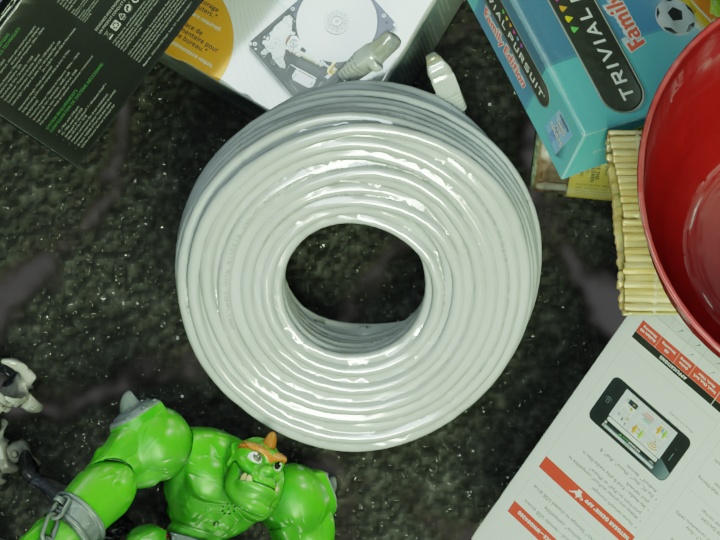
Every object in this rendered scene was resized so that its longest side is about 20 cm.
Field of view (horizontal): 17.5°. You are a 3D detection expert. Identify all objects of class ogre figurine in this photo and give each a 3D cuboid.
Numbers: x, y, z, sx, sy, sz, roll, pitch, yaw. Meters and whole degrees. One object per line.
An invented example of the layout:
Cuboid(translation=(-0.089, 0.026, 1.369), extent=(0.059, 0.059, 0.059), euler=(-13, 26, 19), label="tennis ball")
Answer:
Cuboid(translation=(-0.086, 0.143, 1.263), extent=(0.199, 0.098, 0.121), euler=(18, 71, -9), label="ogre figurine")

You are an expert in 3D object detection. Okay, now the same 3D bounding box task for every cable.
Cuboid(translation=(0.000, 0.000, 1.257), extent=(0.199, 0.069, 0.200), euler=(-32, 109, 12), label="cable")

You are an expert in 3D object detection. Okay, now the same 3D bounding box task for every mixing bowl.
Cuboid(translation=(0.216, -0.023, 1.114), extent=(0.198, 0.108, 0.202), euler=(2, 75, -7), label="mixing bowl")

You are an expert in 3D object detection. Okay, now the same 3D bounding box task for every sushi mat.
Cuboid(translation=(0.223, -0.024, 1.178), extent=(0.198, 0.012, 0.096), euler=(0, 75, -7), label="sushi mat")

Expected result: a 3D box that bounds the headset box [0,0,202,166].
Cuboid(translation=(-0.170, -0.182, 1.284), extent=(0.174, 0.093, 0.200), euler=(-51, 37, 4), label="headset box")

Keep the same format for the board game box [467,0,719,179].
Cuboid(translation=(0.165, -0.149, 1.258), extent=(0.199, 0.047, 0.152), euler=(-18, 68, -21), label="board game box")

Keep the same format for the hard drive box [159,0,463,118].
Cuboid(translation=(-0.019, -0.180, 1.323), extent=(0.155, 0.077, 0.201), euler=(30, 87, 10), label="hard drive box")

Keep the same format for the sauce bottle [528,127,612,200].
Cuboid(translation=(0.193, -0.065, 1.286), extent=(0.198, 0.065, 0.065), euler=(6, 83, 1), label="sauce bottle")

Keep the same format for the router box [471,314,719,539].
Cuboid(translation=(0.181, 0.130, 1.188), extent=(0.200, 0.049, 0.180), euler=(42, 110, 23), label="router box")

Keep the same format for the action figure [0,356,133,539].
Cuboid(translation=(-0.219, 0.094, 1.299), extent=(0.119, 0.102, 0.200), euler=(-44, 83, 1), label="action figure")
